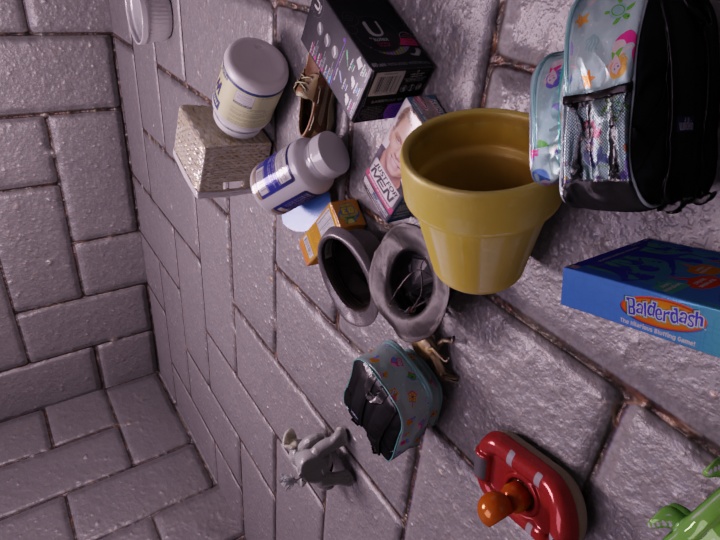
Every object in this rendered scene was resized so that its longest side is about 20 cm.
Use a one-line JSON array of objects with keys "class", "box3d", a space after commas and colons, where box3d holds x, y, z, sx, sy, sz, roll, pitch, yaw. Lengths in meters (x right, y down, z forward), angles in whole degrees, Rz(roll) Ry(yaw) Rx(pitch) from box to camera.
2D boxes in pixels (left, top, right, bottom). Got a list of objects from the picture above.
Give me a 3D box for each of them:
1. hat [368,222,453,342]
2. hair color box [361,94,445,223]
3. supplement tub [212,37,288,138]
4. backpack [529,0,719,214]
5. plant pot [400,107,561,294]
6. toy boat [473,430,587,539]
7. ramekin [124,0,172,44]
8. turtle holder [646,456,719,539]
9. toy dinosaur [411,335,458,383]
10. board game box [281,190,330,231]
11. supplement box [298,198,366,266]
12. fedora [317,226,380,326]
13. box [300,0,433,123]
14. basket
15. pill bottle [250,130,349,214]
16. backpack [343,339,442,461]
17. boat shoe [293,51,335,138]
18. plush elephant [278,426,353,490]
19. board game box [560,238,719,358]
[{"class": "hat", "box3d": [0.103, 0.017, 0.928, 0.200, 0.080, 0.202, 4, 95, 54]}, {"class": "hair color box", "box3d": [0.078, -0.178, 0.911, 0.100, 0.060, 0.200, 61, 146, 20]}, {"class": "supplement tub", "box3d": [-0.259, -0.413, 1.270, 0.200, 0.144, 0.146, -43, 67, 56]}, {"class": "backpack", "box3d": [0.254, -0.164, 0.523, 0.150, 0.177, 0.202, 16, 113, 49]}, {"class": "plant pot", "box3d": [0.156, -0.080, 0.720, 0.201, 0.200, 0.190, 44, 153, 40]}, {"class": "toy boat", "box3d": [0.230, 0.342, 0.824, 0.200, 0.130, 0.131, 30, 128, 50]}, {"class": "ramekin", "box3d": [-0.698, -0.857, 1.825, 0.200, 0.105, 0.202, 31, 129, 48]}, {"class": "turtle holder", "box3d": [0.393, 0.253, 0.540, 0.132, 0.185, 0.141, 49, 173, 36]}, {"class": "toy dinosaur", "box3d": [0.111, 0.111, 0.988, 0.201, 0.058, 0.101, 59, 147, 24]}, {"class": "board game box", "box3d": [-0.119, -0.189, 1.238, 0.157, 0.039, 0.202, -15, 83, 39]}, {"class": "supplement box", "box3d": [-0.064, -0.078, 1.180, 0.200, 0.066, 0.069, -37, 69, 57]}, {"class": "fedora", "box3d": [0.000, 0.000, 1.079, 0.177, 0.090, 0.201, -20, 96, 57]}, {"class": "box", "box3d": [0.006, -0.352, 0.890, 0.201, 0.122, 0.106, 61, 147, 21]}, {"class": "basket", "box3d": [-0.358, -0.314, 1.431, 0.200, 0.197, 0.161, 54, 139, 31]}, {"class": "pill bottle", "box3d": [-0.123, -0.202, 1.136, 0.199, 0.119, 0.121, -20, 86, 38]}, {"class": "backpack", "box3d": [0.062, 0.230, 1.023, 0.176, 0.153, 0.201, 52, 157, 32]}, {"class": "boat shoe", "box3d": [-0.091, -0.357, 1.091, 0.076, 0.073, 0.201, 33, 130, 47]}, {"class": "plush elephant", "box3d": [-0.128, 0.491, 1.458, 0.155, 0.199, 0.166, -144, 38, -71]}, {"class": "board game box", "box3d": [0.320, 0.022, 0.519, 0.200, 0.151, 0.045, 23, 122, 52]}]
